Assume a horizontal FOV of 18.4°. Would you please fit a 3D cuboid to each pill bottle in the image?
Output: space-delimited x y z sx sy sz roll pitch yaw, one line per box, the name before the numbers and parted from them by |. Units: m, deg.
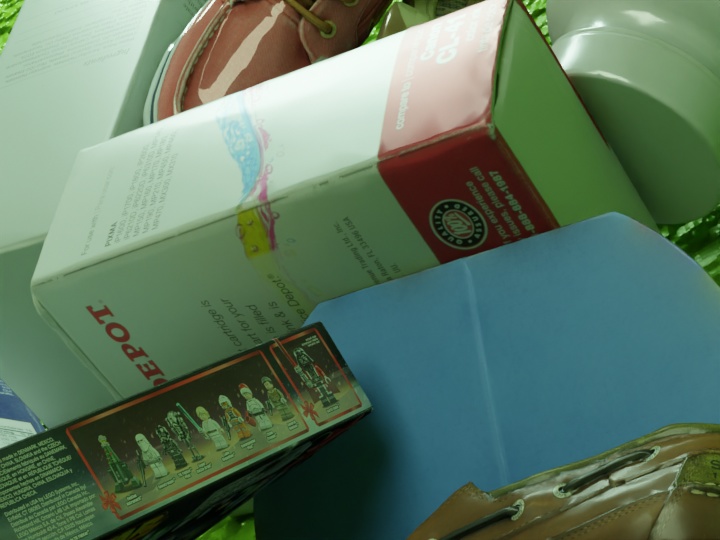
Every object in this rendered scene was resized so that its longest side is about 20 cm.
pill bottle | 0.143 -0.121 0.878 0.113 0.113 0.200 3 52 42

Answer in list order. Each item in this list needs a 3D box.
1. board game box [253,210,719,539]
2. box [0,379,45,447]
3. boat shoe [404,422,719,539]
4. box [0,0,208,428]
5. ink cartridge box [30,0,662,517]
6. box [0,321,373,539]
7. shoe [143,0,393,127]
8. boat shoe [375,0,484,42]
board game box | 0.057 0.074 0.763 0.199 0.039 0.159 -18 73 26
box | -0.197 0.068 0.964 0.200 0.121 0.033 47 121 54
boat shoe | 0.045 0.106 0.709 0.199 0.072 0.068 -21 46 31
box | -0.100 -0.041 0.989 0.097 0.124 0.200 -14 41 29
ink cartridge box | 0.000 0.000 0.839 0.199 0.148 0.086 -16 39 27
box | -0.101 0.086 0.715 0.137 0.040 0.200 -39 -10 34
shoe | -0.021 -0.123 0.918 0.071 0.091 0.200 32 60 7
boat shoe | 0.038 -0.079 0.932 0.200 0.062 0.074 -61 -10 -74
